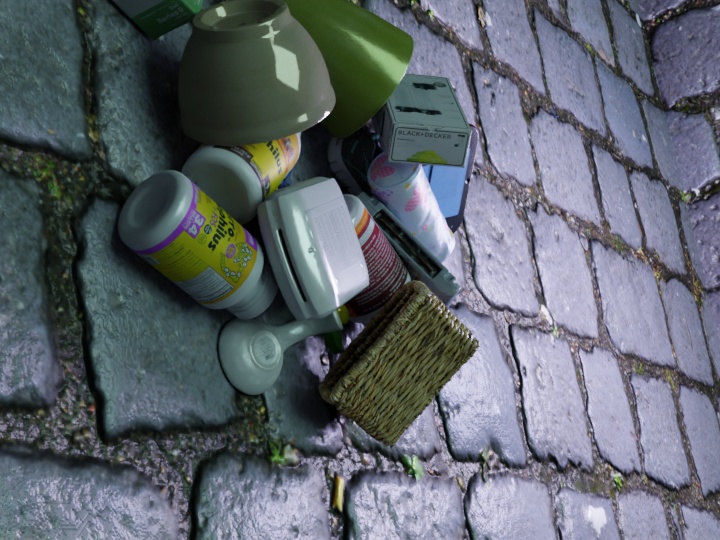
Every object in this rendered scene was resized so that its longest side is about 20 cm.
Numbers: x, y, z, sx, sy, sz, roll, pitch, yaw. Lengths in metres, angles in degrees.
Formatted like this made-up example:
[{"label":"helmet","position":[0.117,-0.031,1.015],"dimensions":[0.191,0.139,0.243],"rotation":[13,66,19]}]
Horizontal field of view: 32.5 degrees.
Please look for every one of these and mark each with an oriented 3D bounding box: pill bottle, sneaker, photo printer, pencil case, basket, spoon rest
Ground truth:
[{"label":"pill bottle","position":[0.000,0.000,1.745],"dimensions":[0.200,0.113,0.113],"rotation":[55,33,-27]},{"label":"sneaker","position":[0.033,-0.133,1.899],"dimensions":[0.200,0.091,0.078],"rotation":[50,36,-34]},{"label":"pill bottle","position":[-0.184,-0.023,1.456],"dimensions":[0.200,0.104,0.105],"rotation":[43,40,-41]},{"label":"photo printer","position":[-0.060,-0.028,1.547],"dimensions":[0.200,0.069,0.167],"rotation":[-36,108,-72]},{"label":"pencil case","position":[0.078,-0.091,1.831],"dimensions":[0.091,0.083,0.200],"rotation":[-54,142,-22]},{"label":"pill bottle","position":[-0.145,-0.146,1.586],"dimensions":[0.109,0.109,0.200],"rotation":[59,31,-20]},{"label":"basket","position":[0.030,0.104,1.653],"dimensions":[0.149,0.200,0.143],"rotation":[42,-1,-40]},{"label":"spoon rest","position":[-0.108,0.094,1.582],"dimensions":[0.200,0.061,0.100],"rotation":[-22,92,-47]}]

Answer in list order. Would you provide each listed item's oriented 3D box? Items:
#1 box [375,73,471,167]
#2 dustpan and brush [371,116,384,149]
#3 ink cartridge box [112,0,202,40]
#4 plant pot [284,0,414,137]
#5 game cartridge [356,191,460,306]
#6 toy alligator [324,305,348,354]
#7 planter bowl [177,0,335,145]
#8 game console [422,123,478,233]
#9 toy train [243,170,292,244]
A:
[{"label":"box","position":[0.085,-0.222,1.798],"dimensions":[0.200,0.116,0.060],"rotation":[-104,-160,-59]},{"label":"dustpan and brush","position":[0.052,-0.250,1.940],"dimensions":[0.200,0.057,0.140],"rotation":[65,-10,-26]},{"label":"ink cartridge box","position":[-0.281,-0.412,1.531],"dimensions":[0.200,0.087,0.146],"rotation":[42,41,-38]},{"label":"plant pot","position":[-0.058,-0.326,1.797],"dimensions":[0.200,0.187,0.187],"rotation":[34,43,-24]},{"label":"game cartridge","position":[0.061,-0.021,1.812],"dimensions":[0.042,0.133,0.200],"rotation":[-42,81,-19]},{"label":"toy alligator","position":[-0.065,0.019,1.678],"dimensions":[0.200,0.059,0.054],"rotation":[62,31,-16]},{"label":"planter bowl","position":[-0.138,-0.259,1.534],"dimensions":[0.200,0.200,0.135],"rotation":[-59,147,-54]},{"label":"game console","position":[0.102,-0.128,1.904],"dimensions":[0.177,0.031,0.201],"rotation":[-19,129,-39]},{"label":"toy train","position":[-0.128,-0.092,1.656],"dimensions":[0.046,0.034,0.200],"rotation":[44,38,-22]}]
